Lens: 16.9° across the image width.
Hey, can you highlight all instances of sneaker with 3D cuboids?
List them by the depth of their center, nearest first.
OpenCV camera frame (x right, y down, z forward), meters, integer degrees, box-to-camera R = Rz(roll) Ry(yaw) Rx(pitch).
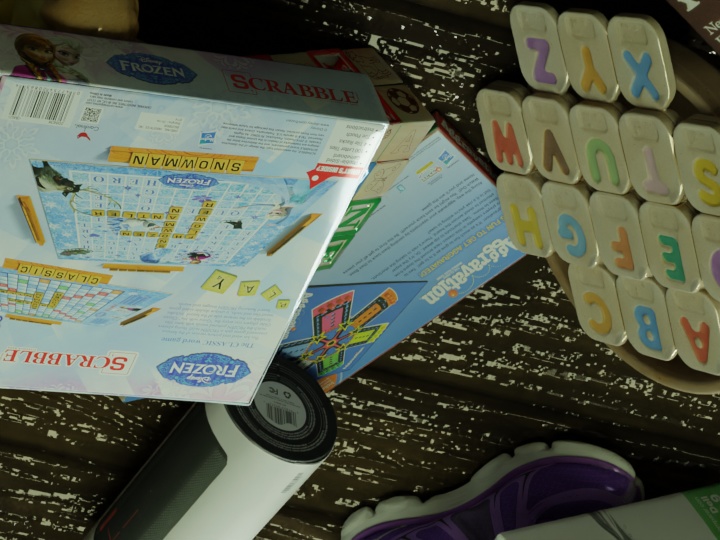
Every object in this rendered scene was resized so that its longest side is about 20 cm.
[{"bbox_3d":[0.082,0.172,1.484,0.199,0.084,0.081,-23,125,14],"label":"sneaker"}]

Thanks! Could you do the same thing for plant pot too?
[{"bbox_3d":[0.181,-0.043,1.289,0.092,0.201,0.202,-27,134,-29],"label":"plant pot"}]

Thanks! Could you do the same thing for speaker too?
[{"bbox_3d":[-0.096,0.138,1.440,0.081,0.081,0.200,25,130,-20],"label":"speaker"}]

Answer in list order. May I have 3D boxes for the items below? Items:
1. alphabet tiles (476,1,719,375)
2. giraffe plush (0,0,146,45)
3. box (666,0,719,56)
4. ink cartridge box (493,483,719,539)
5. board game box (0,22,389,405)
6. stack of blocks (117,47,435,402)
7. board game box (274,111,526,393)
[{"bbox_3d":[0.132,-0.042,1.260,0.015,0.200,0.197,-27,114,-29],"label":"alphabet tiles"},{"bbox_3d":[-0.160,-0.091,1.237,0.199,0.173,0.162,-22,133,25],"label":"giraffe plush"},{"bbox_3d":[0.185,-0.181,1.186,0.200,0.075,0.100,44,129,-12],"label":"box"},{"bbox_3d":[0.141,0.213,1.453,0.199,0.084,0.146,-6,142,-39],"label":"ink cartridge box"},{"bbox_3d":[-0.114,-0.021,1.181,0.199,0.041,0.200,6,131,-27],"label":"board game box"},{"bbox_3d":[-0.061,-0.025,1.305,0.115,0.059,0.200,-10,143,-50],"label":"stack of blocks"},{"bbox_3d":[0.000,0.000,1.389,0.200,0.019,0.103,-35,120,22],"label":"board game box"}]
